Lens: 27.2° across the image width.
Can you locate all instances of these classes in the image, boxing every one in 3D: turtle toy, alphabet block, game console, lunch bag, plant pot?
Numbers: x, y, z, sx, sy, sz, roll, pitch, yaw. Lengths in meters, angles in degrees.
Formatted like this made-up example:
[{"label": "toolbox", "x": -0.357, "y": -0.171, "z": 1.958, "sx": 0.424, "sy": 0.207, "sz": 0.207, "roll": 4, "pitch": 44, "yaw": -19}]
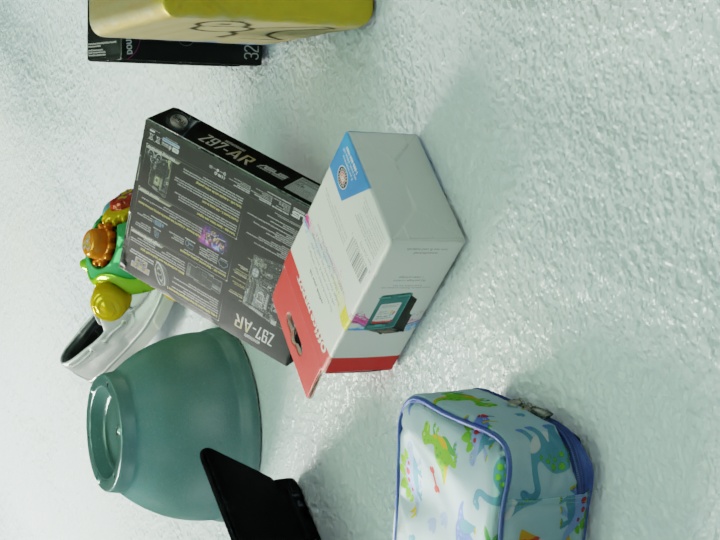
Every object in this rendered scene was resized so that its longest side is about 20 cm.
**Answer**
[{"label": "turtle toy", "x": -0.193, "y": -0.038, "z": 1.478, "sx": 0.146, "sy": 0.198, "sz": 0.102, "roll": -76, "pitch": -33, "yaw": -64}, {"label": "alphabet block", "x": -0.114, "y": -0.300, "z": 1.267, "sx": 0.200, "sy": 0.194, "sz": 0.198, "roll": 7, "pitch": 100, "yaw": 62}, {"label": "game console", "x": -0.084, "y": 0.281, "z": 1.314, "sx": 0.201, "sy": 0.116, "sz": 0.177, "roll": 62, "pitch": 143, "yaw": 42}, {"label": "lunch bag", "x": 0.082, "y": 0.186, "z": 1.023, "sx": 0.160, "sy": 0.082, "sz": 0.202, "roll": 18, "pitch": 107, "yaw": 60}, {"label": "plant pot", "x": -0.201, "y": 0.162, "z": 1.520, "sx": 0.200, "sy": 0.133, "sz": 0.202, "roll": 7, "pitch": 98, "yaw": 63}]

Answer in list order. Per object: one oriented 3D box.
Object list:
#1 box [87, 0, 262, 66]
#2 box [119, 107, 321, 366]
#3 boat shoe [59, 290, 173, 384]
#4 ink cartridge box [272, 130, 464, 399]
[{"label": "box", "x": -0.179, "y": -0.301, "z": 1.437, "sx": 0.124, "sy": 0.147, "sz": 0.202, "roll": -164, "pitch": 74, "yaw": -63}, {"label": "box", "x": -0.117, "y": -0.031, "z": 1.331, "sx": 0.199, "sy": 0.043, "sz": 0.161, "roll": 28, "pitch": 122, "yaw": 21}, {"label": "boat shoe", "x": -0.272, "y": 0.050, "z": 1.677, "sx": 0.200, "sy": 0.068, "sz": 0.072, "roll": -45, "pitch": 35, "yaw": 34}, {"label": "ink cartridge box", "x": 0.000, "y": 0.000, "z": 1.190, "sx": 0.201, "sy": 0.067, "sz": 0.117, "roll": -62, "pitch": 39, "yaw": 43}]
